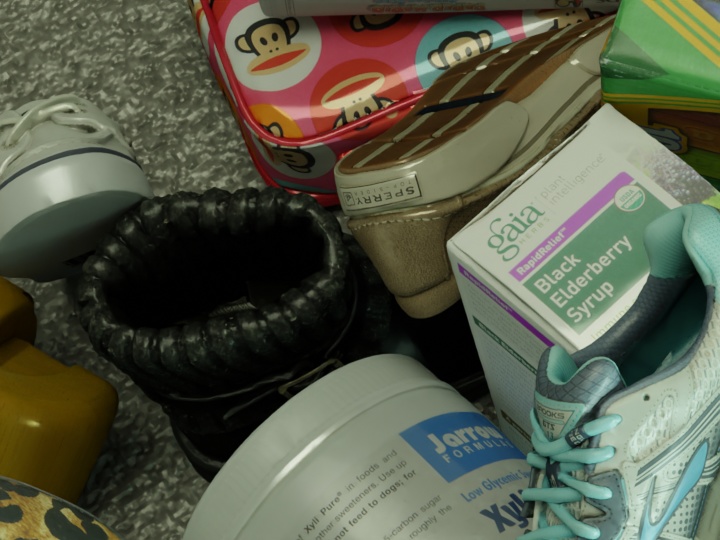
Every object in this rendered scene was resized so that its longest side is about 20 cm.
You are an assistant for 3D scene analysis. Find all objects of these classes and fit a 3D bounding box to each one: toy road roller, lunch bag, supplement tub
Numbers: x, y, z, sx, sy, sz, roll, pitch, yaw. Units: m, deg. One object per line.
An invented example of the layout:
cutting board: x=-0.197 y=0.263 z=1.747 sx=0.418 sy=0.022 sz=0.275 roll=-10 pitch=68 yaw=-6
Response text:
toy road roller: x=-0.187 y=0.060 z=1.016 sx=0.146 sy=0.200 sz=0.123 roll=29 pitch=113 yaw=10
lunch bag: x=0.031 y=-0.116 z=1.125 sx=0.200 sy=0.082 sz=0.176 roll=-21 pitch=61 yaw=-1
supplement tub: x=0.043 y=0.141 z=0.951 sx=0.132 sy=0.132 sz=0.200 roll=-41 pitch=64 yaw=-12

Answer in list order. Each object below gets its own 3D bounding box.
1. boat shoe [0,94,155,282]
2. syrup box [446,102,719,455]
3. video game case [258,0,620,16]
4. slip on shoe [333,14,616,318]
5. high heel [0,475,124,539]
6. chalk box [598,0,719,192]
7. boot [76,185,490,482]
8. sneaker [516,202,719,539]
boat shoe: x=-0.119 y=-0.039 z=1.043 sx=0.072 sy=0.200 sz=0.066 roll=-21 pitch=86 yaw=1
syrup box: x=0.099 y=0.034 z=0.965 sx=0.079 sy=0.200 sz=0.081 roll=-42 pitch=63 yaw=-13
video game case: x=0.050 y=-0.198 z=1.110 sx=0.182 sy=0.023 sz=0.200 roll=-1 pitch=62 yaw=4
slip on shoe: x=0.060 y=-0.046 z=0.996 sx=0.076 sy=0.061 sz=0.200 roll=-11 pitch=17 yaw=32
high heel: x=-0.109 y=0.151 z=0.900 sx=0.071 sy=0.200 sz=0.143 roll=-41 pitch=14 yaw=20
chalk box: x=0.197 y=-0.080 z=0.932 sx=0.200 sy=0.125 sz=0.124 roll=16 pitch=74 yaw=12
boot: x=0.001 y=0.002 z=1.024 sx=0.211 sy=0.158 sz=0.079 roll=-31 pitch=62 yaw=-6
sneaker: x=0.077 y=0.068 z=0.831 sx=0.078 sy=0.086 sz=0.200 roll=14 pitch=71 yaw=56
